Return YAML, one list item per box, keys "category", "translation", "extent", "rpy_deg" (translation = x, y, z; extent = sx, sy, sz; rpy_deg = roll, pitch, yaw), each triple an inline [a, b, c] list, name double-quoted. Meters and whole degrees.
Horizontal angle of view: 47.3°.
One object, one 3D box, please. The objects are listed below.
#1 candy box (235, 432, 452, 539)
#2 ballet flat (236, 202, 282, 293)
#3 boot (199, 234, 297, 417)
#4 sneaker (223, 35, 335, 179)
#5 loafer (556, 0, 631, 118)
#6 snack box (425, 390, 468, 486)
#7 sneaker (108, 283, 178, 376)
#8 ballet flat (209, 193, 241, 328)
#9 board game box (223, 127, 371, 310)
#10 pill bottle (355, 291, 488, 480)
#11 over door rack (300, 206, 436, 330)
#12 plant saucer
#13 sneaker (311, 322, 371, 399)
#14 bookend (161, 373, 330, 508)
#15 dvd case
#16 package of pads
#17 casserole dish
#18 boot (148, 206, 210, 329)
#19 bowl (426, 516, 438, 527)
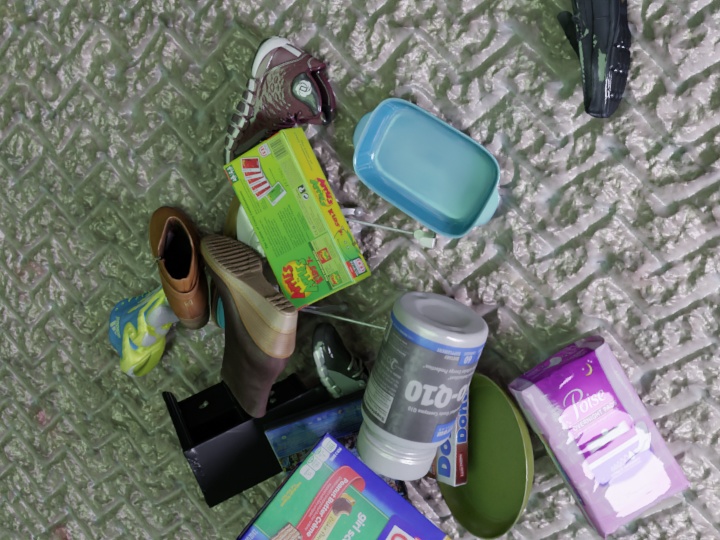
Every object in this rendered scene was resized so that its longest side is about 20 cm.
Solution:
- category: "candy box"
  translation: [-0.021, 0.323, 0.970]
  extent: [0.200, 0.077, 0.169]
  rpy_deg: [40, 73, 2]
- category: "ballet flat"
  translation: [-0.124, -0.007, 1.093]
  extent: [0.069, 0.069, 0.201]
  rpy_deg: [17, 123, 22]
- category: "boot"
  translation: [-0.161, 0.068, 1.044]
  extent: [0.200, 0.072, 0.167]
  rpy_deg: [44, 126, 34]
- category: "sneaker"
  translation: [-0.098, -0.185, 1.047]
  extent: [0.115, 0.076, 0.201]
  rpy_deg: [26, 113, 15]
- category: "loafer"
  translation: [0.243, -0.261, 0.863]
  extent: [0.070, 0.068, 0.201]
  rpy_deg: [3, 100, 34]
- category: "snack box"
  translation: [0.103, 0.161, 1.028]
  extent: [0.072, 0.024, 0.201]
  rpy_deg: [3, 93, 53]
- category: "sneaker"
  translation: [-0.321, 0.057, 1.222]
  extent: [0.105, 0.076, 0.200]
  rpy_deg: [41, 107, 24]
- category: "ballet flat"
  translation: [-0.172, -0.017, 1.144]
  extent: [0.063, 0.068, 0.201]
  rpy_deg: [39, 117, 42]
- category: "board game box"
  translation: [-0.078, -0.062, 1.009]
  extent: [0.101, 0.048, 0.201]
  rpy_deg: [-26, 90, 30]
- category: "pill bottle"
  translation: [0.066, 0.136, 0.964]
  extent: [0.114, 0.114, 0.201]
  rpy_deg: [24, 112, 19]
- category: "over door rack"
  translation: [0.000, 0.000, 1.050]
  extent: [0.199, 0.067, 0.148]
  rpy_deg: [16, 110, 22]
- category: "plant saucer"
  translation: [0.151, 0.223, 1.005]
  extent: [0.200, 0.031, 0.201]
  rpy_deg: [-1, 89, 63]
- category: "sneaker"
  translation: [0.018, 0.143, 1.072]
  extent: [0.115, 0.075, 0.200]
  rpy_deg: [-11, 120, 20]
- category: "bookend"
  translation: [-0.154, 0.202, 1.144]
  extent: [0.199, 0.199, 0.092]
  rpy_deg: [-24, 111, -14]
- category: "dvd case"
  translation: [-0.028, 0.248, 1.073]
  extent: [0.142, 0.018, 0.200]
  rpy_deg: [-19, 124, -1]
- category: "package of pads"
  translation: [0.271, 0.187, 0.940]
  extent: [0.120, 0.076, 0.200]
  rpy_deg: [-30, 90, -5]
- category: "casserole dish"
  translation: [0.082, -0.126, 0.993]
  extent: [0.200, 0.039, 0.121]
  rpy_deg: [35, 116, 15]
- category: "boot"
  translation: [-0.250, -0.031, 1.096]
  extent: [0.076, 0.155, 0.201]
  rpy_deg: [-12, 65, -7]
- category: "bowl"
  translation: [0.015, 0.411, 1.101]
  extent: [0.105, 0.200, 0.202]
  rpy_deg: [6, 108, 46]
